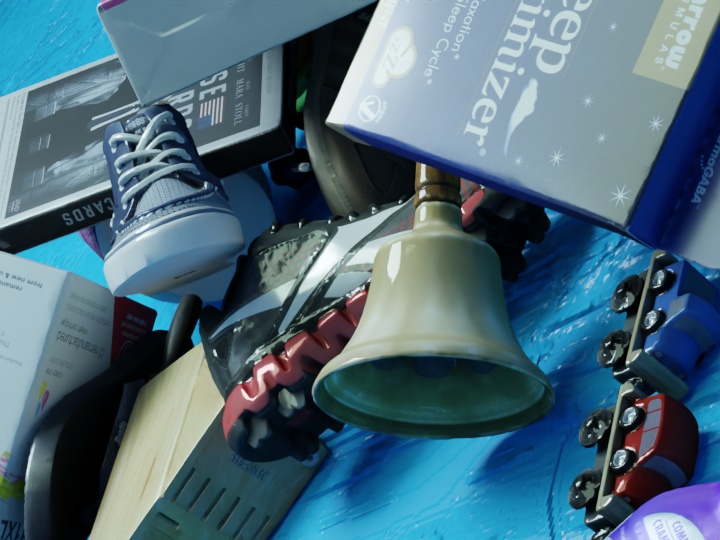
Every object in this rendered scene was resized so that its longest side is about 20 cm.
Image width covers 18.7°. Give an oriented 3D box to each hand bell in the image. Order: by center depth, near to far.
[{"bbox_3d":[0.034,-0.037,0.968,0.104,0.104,0.202,-28,52,49],"label":"hand bell"}]

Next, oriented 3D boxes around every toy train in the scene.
[{"bbox_3d":[0.107,0.070,0.838,0.046,0.034,0.201,-27,35,44],"label":"toy train"}]

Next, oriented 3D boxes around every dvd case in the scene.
[{"bbox_3d":[-0.131,-0.085,1.288,0.199,0.025,0.151,-20,35,13],"label":"dvd case"}]

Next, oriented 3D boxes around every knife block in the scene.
[{"bbox_3d":[-0.090,0.094,1.172,0.201,0.064,0.176,-55,21,1],"label":"knife block"}]

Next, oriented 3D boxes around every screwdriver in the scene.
[{"bbox_3d":[-0.038,-0.056,1.268,0.200,0.028,0.029,-120,43,-81],"label":"screwdriver"}]

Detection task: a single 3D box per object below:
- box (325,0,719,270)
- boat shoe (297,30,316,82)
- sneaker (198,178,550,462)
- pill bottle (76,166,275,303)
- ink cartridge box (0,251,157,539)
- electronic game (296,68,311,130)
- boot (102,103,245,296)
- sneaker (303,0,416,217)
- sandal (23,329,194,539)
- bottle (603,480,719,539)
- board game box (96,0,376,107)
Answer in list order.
[{"bbox_3d":[0.086,-0.086,0.888,0.199,0.032,0.122,22,87,38],"label":"box"},{"bbox_3d":[-0.043,-0.178,1.359,0.200,0.074,0.069,-47,18,29],"label":"boat shoe"},{"bbox_3d":[0.000,0.000,1.050,0.200,0.071,0.098,-40,60,12],"label":"sneaker"},{"bbox_3d":[-0.118,-0.042,1.357,0.113,0.112,0.200,-55,22,0],"label":"pill bottle"},{"bbox_3d":[-0.200,0.098,1.222,0.146,0.082,0.202,33,-107,-73],"label":"ink cartridge box"},{"bbox_3d":[0.014,-0.173,1.365,0.200,0.041,0.201,-44,25,26],"label":"electronic game"},{"bbox_3d":[-0.105,-0.039,1.108,0.072,0.091,0.200,-19,-1,-6],"label":"boot"},{"bbox_3d":[0.017,-0.104,1.205,0.075,0.070,0.201,-26,49,29],"label":"sneaker"},{"bbox_3d":[-0.130,0.091,1.208,0.043,0.077,0.200,6,31,20],"label":"sandal"},{"bbox_3d":[0.110,0.116,0.715,0.200,0.065,0.084,-46,41,22],"label":"bottle"},{"bbox_3d":[-0.045,-0.173,1.194,0.147,0.065,0.200,-21,16,18],"label":"board game box"}]
